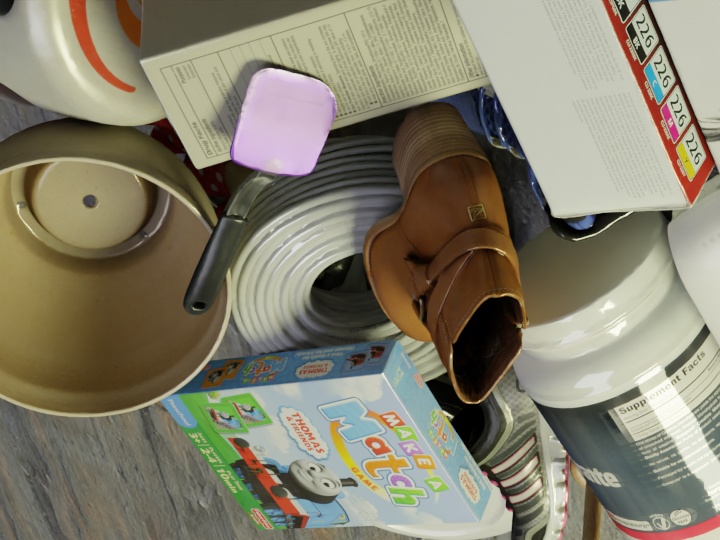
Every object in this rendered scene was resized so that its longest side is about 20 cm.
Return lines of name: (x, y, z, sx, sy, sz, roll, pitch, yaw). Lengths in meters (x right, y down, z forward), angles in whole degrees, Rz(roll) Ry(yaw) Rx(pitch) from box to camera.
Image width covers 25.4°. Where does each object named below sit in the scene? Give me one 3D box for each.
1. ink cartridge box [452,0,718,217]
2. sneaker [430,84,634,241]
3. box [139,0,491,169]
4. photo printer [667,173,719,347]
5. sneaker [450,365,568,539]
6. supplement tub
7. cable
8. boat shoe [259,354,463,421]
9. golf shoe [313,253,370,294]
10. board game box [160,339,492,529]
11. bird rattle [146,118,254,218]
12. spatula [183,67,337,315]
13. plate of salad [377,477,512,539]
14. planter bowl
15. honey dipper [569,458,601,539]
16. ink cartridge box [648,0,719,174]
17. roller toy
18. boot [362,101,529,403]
ink cartridge box: (0.125, -0.160, 0.791, 0.083, 0.176, 0.201, -3, 129, 39)
sneaker: (0.115, -0.084, 0.934, 0.198, 0.115, 0.081, 15, 138, 31)
box: (-0.022, -0.140, 0.937, 0.198, 0.078, 0.095, -14, 136, 10)
photo printer: (0.281, 0.014, 0.913, 0.165, 0.070, 0.201, -18, 118, 34)
sneaker: (0.107, 0.128, 1.151, 0.086, 0.074, 0.201, 1, 129, 7)
supplement tub: (0.183, 0.069, 1.021, 0.140, 0.141, 0.201, -9, 124, 47)
cable: (0.000, 0.000, 1.100, 0.198, 0.070, 0.201, 0, 134, -7)
boat shoe: (0.014, 0.108, 1.196, 0.198, 0.068, 0.072, 18, 132, -7)
golf shoe: (-0.005, 0.040, 1.240, 0.087, 0.078, 0.201, 7, 139, -1)
board game box: (-0.026, 0.121, 1.129, 0.198, 0.037, 0.152, -9, 128, 34)
bird rattle: (-0.095, -0.048, 1.187, 0.163, 0.113, 0.201, 39, 135, 12)
spatula: (-0.070, -0.040, 0.966, 0.056, 0.021, 0.201, 10, 136, -21)
plate of salad: (0.054, 0.164, 1.319, 0.198, 0.048, 0.201, 7, 143, 5)
planter bowl: (-0.186, -0.022, 1.076, 0.198, 0.135, 0.202, -2, 125, -4)
honey dipper: (0.159, 0.160, 1.108, 0.038, 0.200, 0.038, 3, 109, 10)
ink cartridge box: (0.218, -0.127, 0.766, 0.084, 0.145, 0.201, 0, 130, 43)
roller toy: (-0.168, -0.185, 1.012, 0.139, 0.183, 0.201, 15, 138, 37)
boot: (0.059, 0.018, 0.966, 0.076, 0.156, 0.201, -5, 139, -14)
